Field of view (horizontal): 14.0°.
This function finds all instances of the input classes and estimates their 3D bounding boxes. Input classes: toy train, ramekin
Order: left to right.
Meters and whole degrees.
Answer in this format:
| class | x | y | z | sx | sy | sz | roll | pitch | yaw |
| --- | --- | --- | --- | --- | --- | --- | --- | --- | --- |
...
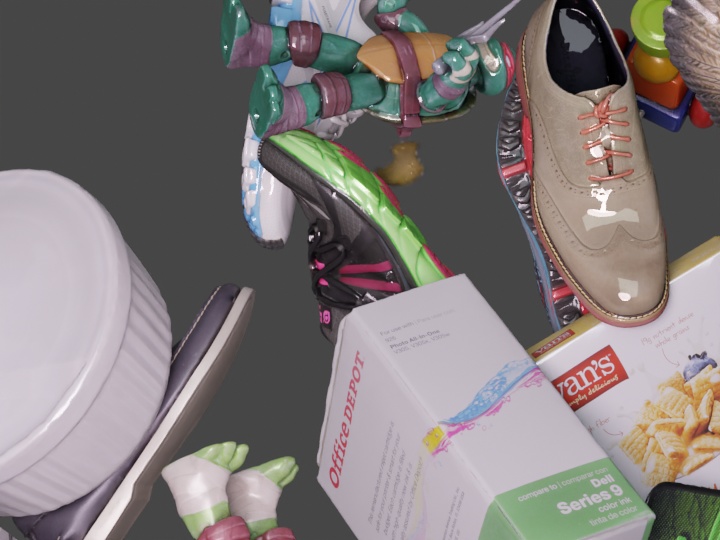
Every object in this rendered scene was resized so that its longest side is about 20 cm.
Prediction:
| class | x | y | z | sx | sy | sz | roll | pitch | yaw |
| --- | --- | --- | --- | --- | --- | --- | --- | --- | --- |
| ramekin | -0.200 | 0.051 | 1.707 | 0.202 | 0.094 | 0.203 | -15 | 56 | 24 |
| toy train | 0.177 | -0.126 | 1.747 | 0.085 | 0.116 | 0.200 | 26 | 78 | 11 |

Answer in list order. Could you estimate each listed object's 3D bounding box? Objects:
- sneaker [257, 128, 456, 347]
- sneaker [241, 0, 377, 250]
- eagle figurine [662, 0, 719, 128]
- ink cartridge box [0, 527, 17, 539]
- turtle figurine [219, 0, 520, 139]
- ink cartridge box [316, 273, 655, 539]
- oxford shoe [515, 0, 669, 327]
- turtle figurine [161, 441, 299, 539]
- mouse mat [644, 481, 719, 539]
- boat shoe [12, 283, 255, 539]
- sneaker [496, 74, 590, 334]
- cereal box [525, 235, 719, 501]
| class | x | y | z | sx | sy | sz | roll | pitch | yaw |
| --- | --- | --- | --- | --- | --- | --- | --- | --- | --- |
| sneaker | 0.000 | 0.000 | 1.724 | 0.084 | 0.077 | 0.200 | -37 | 98 | 6 |
| sneaker | -0.022 | -0.107 | 1.783 | 0.087 | 0.075 | 0.200 | 10 | 76 | 1 |
| eagle figurine | 0.272 | -0.104 | 1.687 | 0.152 | 0.200 | 0.151 | -24 | 66 | 24 |
| ink cartridge box | -0.265 | 0.195 | 1.648 | 0.147 | 0.200 | 0.083 | -10 | 77 | 2 |
| turtle figurine | 0.025 | -0.127 | 1.715 | 0.200 | 0.101 | 0.150 | -8 | 29 | -19 |
| ink cartridge box | 0.064 | 0.124 | 1.635 | 0.087 | 0.145 | 0.200 | -19 | 51 | -27 |
| oxford shoe | 0.128 | -0.066 | 1.641 | 0.070 | 0.075 | 0.200 | -13 | 69 | -8 |
| turtle figurine | -0.029 | 0.189 | 1.663 | 0.144 | 0.200 | 0.194 | -3 | 66 | -31 |
| mouse mat | 0.211 | 0.225 | 1.640 | 0.161 | 0.008 | 0.200 | 11 | 85 | -28 |
| boat shoe | -0.133 | 0.085 | 1.736 | 0.063 | 0.073 | 0.200 | 31 | 83 | 9 |
| sneaker | 0.120 | -0.026 | 1.730 | 0.079 | 0.096 | 0.200 | -11 | 87 | -9 |
| cereal box | 0.195 | 0.100 | 1.678 | 0.144 | 0.040 | 0.200 | -32 | 103 | -4 |
